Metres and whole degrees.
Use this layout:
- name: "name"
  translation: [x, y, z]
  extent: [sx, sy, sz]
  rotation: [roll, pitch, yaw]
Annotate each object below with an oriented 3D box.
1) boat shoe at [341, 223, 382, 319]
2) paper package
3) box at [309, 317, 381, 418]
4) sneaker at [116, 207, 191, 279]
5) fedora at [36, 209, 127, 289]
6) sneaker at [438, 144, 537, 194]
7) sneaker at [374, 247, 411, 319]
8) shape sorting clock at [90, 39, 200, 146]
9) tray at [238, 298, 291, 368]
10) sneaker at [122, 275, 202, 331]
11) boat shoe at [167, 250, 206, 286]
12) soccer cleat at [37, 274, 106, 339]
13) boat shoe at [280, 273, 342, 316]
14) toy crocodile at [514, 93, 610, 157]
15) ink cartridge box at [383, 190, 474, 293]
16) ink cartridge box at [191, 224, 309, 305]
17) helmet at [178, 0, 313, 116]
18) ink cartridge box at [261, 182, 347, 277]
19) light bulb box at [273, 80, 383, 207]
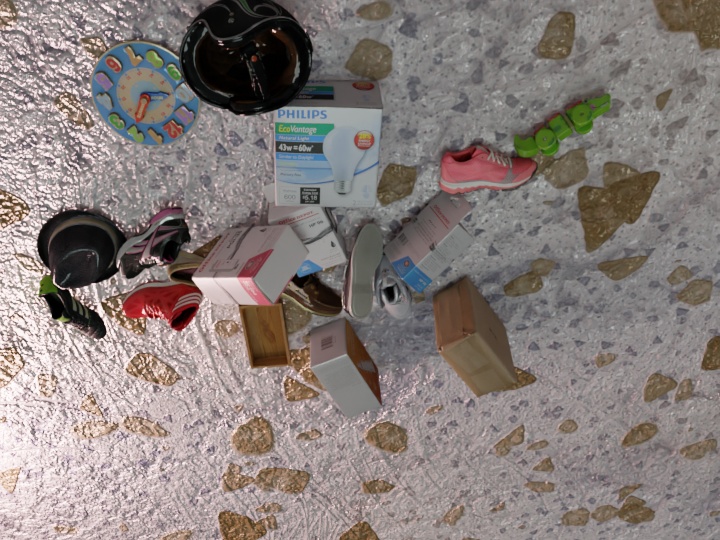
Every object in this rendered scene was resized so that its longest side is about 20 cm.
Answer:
- name: "boat shoe"
  translation: [0.000, 0.000, 1.553]
  extent: [0.073, 0.060, 0.203]
  rotation: [2, 95, -29]
- name: "paper package"
  translation: [0.255, 0.151, 1.653]
  extent: [0.103, 0.192, 0.200]
  rotation: [-27, 126, 22]
- name: "box"
  translation: [-0.035, 0.233, 1.740]
  extent: [0.096, 0.125, 0.201]
  rotation: [-21, 128, 12]
- name: "sneaker"
  translation: [-0.423, -0.039, 1.500]
  extent: [0.200, 0.087, 0.080]
  rotation: [-42, 159, 27]
- name: "fedora"
  translation: [-0.582, -0.026, 1.513]
  extent: [0.198, 0.092, 0.202]
  rotation: [-2, 128, -2]
- name: "sneaker"
  translation: [0.252, -0.206, 1.442]
  extent: [0.197, 0.074, 0.088]
  rotation: [-8, 128, 2]
- name: "sneaker"
  translation: [0.071, 0.057, 1.613]
  extent: [0.074, 0.116, 0.201]
  rotation: [-14, 129, 8]
- name: "shape sorting clock"
  translation: [-0.390, -0.317, 1.329]
  extent: [0.197, 0.039, 0.202]
  rotation: [-2, 129, -3]
- name: "tray"
  translation: [-0.222, 0.145, 1.714]
  extent: [0.097, 0.037, 0.202]
  rotation: [-4, 130, -1]
- name: "sneaker"
  translation: [-0.439, 0.083, 1.596]
  extent: [0.198, 0.116, 0.079]
  rotation: [-20, 128, 12]
- name: "boat shoe"
  translation: [-0.319, 0.013, 1.580]
  extent: [0.197, 0.067, 0.075]
  rotation: [7, 128, -10]
- name: "soccer cleat"
  translation: [-0.638, 0.096, 1.615]
  extent: [0.067, 0.082, 0.201]
  rotation: [-22, 127, 14]
- name: "boat shoe"
  translation: [-0.119, 0.040, 1.614]
  extent: [0.198, 0.072, 0.068]
  rotation: [25, 125, -19]
- name: "toy crocodile"
  translation: [0.389, -0.279, 1.407]
  extent: [0.199, 0.062, 0.067]
  rotation: [-32, 164, 18]
- name: "ink cartridge box"
  translation: [0.153, -0.066, 1.500]
  extent: [0.200, 0.116, 0.067]
  rotation: [-44, 128, 11]
- name: "ink cartridge box"
  translation: [-0.223, -0.010, 1.466]
  extent: [0.198, 0.147, 0.083]
  rotation: [-1, 137, 42]
- name: "helmet"
  translation: [-0.194, -0.358, 1.214]
  extent: [0.199, 0.190, 0.202]
  rotation: [-22, 125, -35]
- name: "ink cartridge box"
  translation: [-0.115, -0.094, 1.509]
  extent: [0.115, 0.068, 0.201]
  rotation: [-19, 127, 10]
- name: "light bulb box"
  translation: [-0.062, -0.235, 1.356]
  extent: [0.195, 0.125, 0.202]
  rotation: [0, 125, -4]
